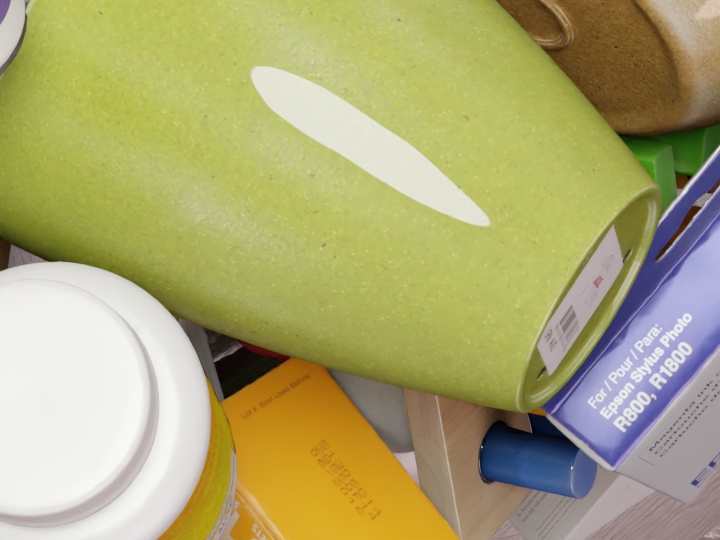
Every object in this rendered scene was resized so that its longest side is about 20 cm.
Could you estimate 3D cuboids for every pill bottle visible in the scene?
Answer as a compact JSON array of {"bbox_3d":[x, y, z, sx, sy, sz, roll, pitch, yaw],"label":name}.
[{"bbox_3d":[-0.104,0.060,0.918,0.109,0.109,0.200,-39,170,-7],"label":"pill bottle"}]

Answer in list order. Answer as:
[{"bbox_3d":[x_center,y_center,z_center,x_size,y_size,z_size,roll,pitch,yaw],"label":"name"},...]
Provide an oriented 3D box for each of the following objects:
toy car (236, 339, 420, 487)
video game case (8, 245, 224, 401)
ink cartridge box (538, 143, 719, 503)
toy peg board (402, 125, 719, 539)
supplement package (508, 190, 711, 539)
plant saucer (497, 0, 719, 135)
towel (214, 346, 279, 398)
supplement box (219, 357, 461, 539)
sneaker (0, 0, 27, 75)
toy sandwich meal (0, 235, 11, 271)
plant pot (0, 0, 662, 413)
[{"bbox_3d":[0.000,0.000,1.213,0.200,0.150,0.175,105,9,-69],"label":"toy car"},{"bbox_3d":[-0.150,0.047,1.055,0.200,0.018,0.144,-31,121,-32],"label":"video game case"},{"bbox_3d":[0.161,0.001,1.027,0.197,0.043,0.200,-51,161,5],"label":"ink cartridge box"},{"bbox_3d":[0.107,-0.001,1.117,0.200,0.098,0.200,-42,132,-44],"label":"toy peg board"},{"bbox_3d":[0.115,0.019,1.417,0.150,0.200,0.152,-26,158,-44],"label":"supplement package"},{"bbox_3d":[0.070,-0.110,0.975,0.035,0.200,0.200,-56,169,-19],"label":"plant saucer"},{"bbox_3d":[-0.085,0.091,1.323,0.200,0.023,0.143,-33,-159,-29],"label":"towel"},{"bbox_3d":[-0.035,0.140,1.154,0.073,0.126,0.200,-32,164,-28],"label":"supplement box"},{"bbox_3d":[-0.199,-0.055,0.770,0.200,0.076,0.088,-42,150,-11],"label":"sneaker"},{"bbox_3d":[-0.187,0.025,0.921,0.205,0.070,0.206,17,90,-85],"label":"toy sandwich meal"},{"bbox_3d":[0.000,-0.039,0.922,0.187,0.200,0.187,-50,161,-24],"label":"plant pot"}]
